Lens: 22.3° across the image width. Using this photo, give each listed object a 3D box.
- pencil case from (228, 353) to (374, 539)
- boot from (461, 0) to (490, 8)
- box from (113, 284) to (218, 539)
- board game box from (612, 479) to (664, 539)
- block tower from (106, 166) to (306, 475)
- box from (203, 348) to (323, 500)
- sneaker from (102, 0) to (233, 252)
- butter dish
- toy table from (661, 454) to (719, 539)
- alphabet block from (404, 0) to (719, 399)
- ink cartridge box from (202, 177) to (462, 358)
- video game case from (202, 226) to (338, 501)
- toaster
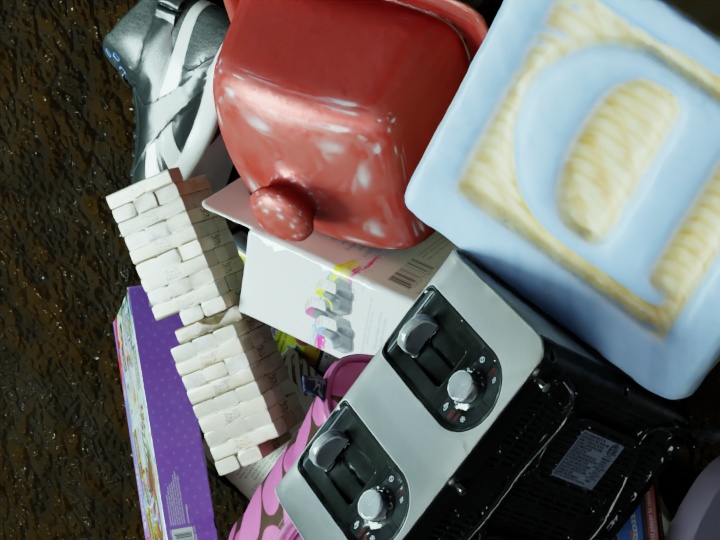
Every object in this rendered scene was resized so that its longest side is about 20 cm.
[{"bbox_3d":[-0.024,0.140,1.177,0.090,0.094,0.201,22,135,-6],"label":"pencil case"},{"bbox_3d":[0.012,-0.194,1.156,0.139,0.077,0.200,51,129,-2],"label":"boot"},{"bbox_3d":[-0.141,0.119,1.323,0.137,0.039,0.202,137,124,-73],"label":"box"},{"bbox_3d":[0.131,0.128,1.122,0.102,0.019,0.202,-12,63,20],"label":"board game box"},{"bbox_3d":[-0.101,0.031,1.235,0.054,0.058,0.201,-22,91,21],"label":"block tower"},{"bbox_3d":[-0.013,0.157,1.295,0.200,0.068,0.082,44,128,8],"label":"box"},{"bbox_3d":[-0.143,-0.110,1.298,0.112,0.073,0.201,36,117,19],"label":"sneaker"},{"bbox_3d":[-0.019,-0.083,1.141,0.198,0.148,0.201,18,150,23],"label":"butter dish"},{"bbox_3d":[0.184,0.207,1.167,0.117,0.201,0.184,5,147,42],"label":"toy table"},{"bbox_3d":[0.178,-0.084,1.014,0.196,0.200,0.196,38,125,13],"label":"alphabet block"},{"bbox_3d":[0.000,0.000,1.218,0.199,0.115,0.068,25,124,22],"label":"ink cartridge box"},{"bbox_3d":[-0.052,0.094,1.351,0.180,0.025,0.201,32,125,18],"label":"video game case"},{"bbox_3d":[0.077,0.104,1.038,0.181,0.199,0.119,-53,48,12],"label":"toaster"}]
